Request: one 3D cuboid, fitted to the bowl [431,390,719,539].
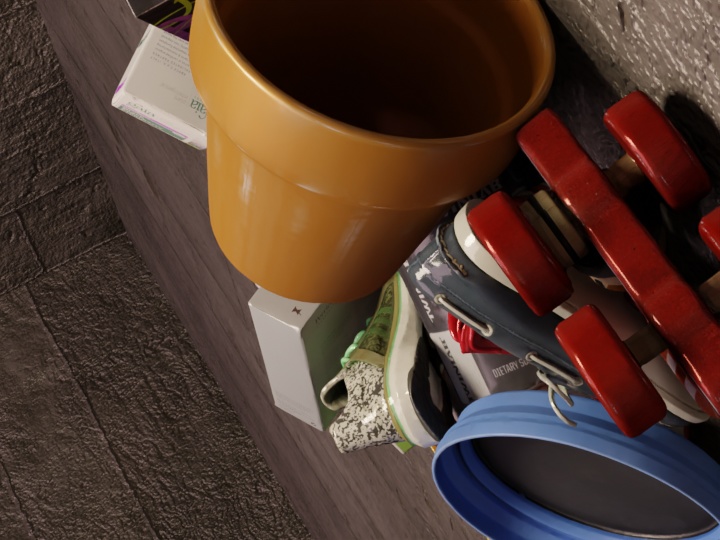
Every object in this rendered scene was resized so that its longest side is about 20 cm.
[{"bbox_3d":[0.144,0.140,1.039,0.200,0.039,0.201,18,152,10],"label":"bowl"}]

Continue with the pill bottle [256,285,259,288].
[{"bbox_3d":[-0.046,-0.036,1.383,0.200,0.110,0.111,-108,-5,-70],"label":"pill bottle"}]

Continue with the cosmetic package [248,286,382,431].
[{"bbox_3d":[0.000,0.000,1.230,0.052,0.200,0.151,27,153,19],"label":"cosmetic package"}]

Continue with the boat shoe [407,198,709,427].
[{"bbox_3d":[0.115,0.037,0.935,0.200,0.062,0.075,31,-144,-25],"label":"boat shoe"}]

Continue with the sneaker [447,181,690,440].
[{"bbox_3d":[0.119,0.049,1.021,0.201,0.115,0.078,64,168,-7],"label":"sneaker"}]

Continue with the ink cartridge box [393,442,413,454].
[{"bbox_3d":[0.020,0.094,1.418,0.148,0.076,0.200,47,-165,-24],"label":"ink cartridge box"}]

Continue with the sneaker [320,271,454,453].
[{"bbox_3d":[0.011,0.061,1.142,0.200,0.088,0.077,-85,-27,-65],"label":"sneaker"}]

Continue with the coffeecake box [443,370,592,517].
[{"bbox_3d":[0.129,0.120,1.237,0.200,0.073,0.154,54,165,36],"label":"coffeecake box"}]

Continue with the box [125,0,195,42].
[{"bbox_3d":[-0.069,-0.200,1.082,0.036,0.143,0.200,62,-172,1],"label":"box"}]

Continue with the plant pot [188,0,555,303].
[{"bbox_3d":[-0.011,-0.083,0.957,0.200,0.200,0.184,57,146,28],"label":"plant pot"}]

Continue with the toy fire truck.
[{"bbox_3d":[0.153,0.013,0.856,0.200,0.112,0.168,56,-175,33],"label":"toy fire truck"}]

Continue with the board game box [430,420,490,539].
[{"bbox_3d":[0.083,0.156,1.215,0.200,0.030,0.096,61,-176,18],"label":"board game box"}]

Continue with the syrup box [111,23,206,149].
[{"bbox_3d":[-0.108,-0.198,1.240,0.079,0.201,0.081,26,174,-13],"label":"syrup box"}]

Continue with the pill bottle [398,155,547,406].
[{"bbox_3d":[0.073,-0.019,1.093,0.201,0.106,0.106,64,168,-6],"label":"pill bottle"}]
